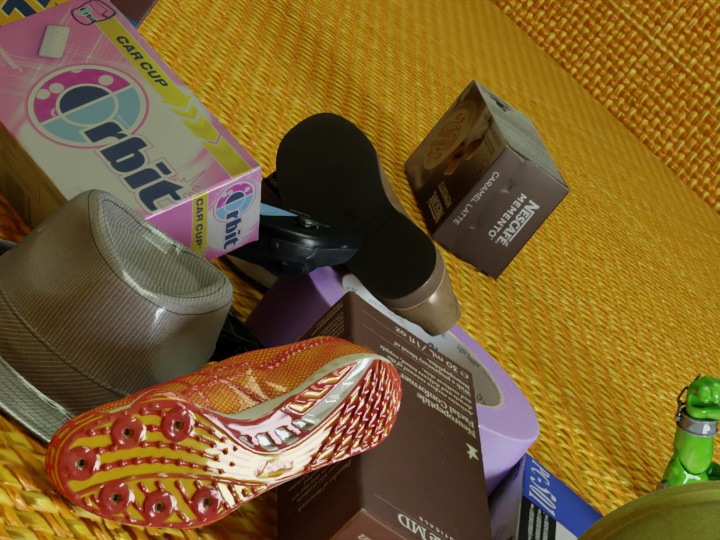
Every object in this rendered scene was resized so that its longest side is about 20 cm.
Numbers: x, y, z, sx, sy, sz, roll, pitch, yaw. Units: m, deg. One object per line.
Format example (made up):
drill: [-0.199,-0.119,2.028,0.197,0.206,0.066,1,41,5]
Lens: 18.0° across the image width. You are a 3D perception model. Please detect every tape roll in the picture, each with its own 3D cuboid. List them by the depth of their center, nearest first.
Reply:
tape roll: [0.022,0.069,1.507,0.200,0.066,0.200,37,13,-10]

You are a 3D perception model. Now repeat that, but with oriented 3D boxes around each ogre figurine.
ogre figurine: [0.310,0.168,1.817,0.200,0.120,0.098,25,15,-50]

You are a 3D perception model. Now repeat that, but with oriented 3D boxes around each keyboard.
keyboard: [-0.085,0.047,1.396,0.200,0.040,0.104,46,-8,31]

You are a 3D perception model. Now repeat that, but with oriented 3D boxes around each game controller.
game controller: [-0.099,-0.043,1.464,0.199,0.042,0.104,20,17,22]

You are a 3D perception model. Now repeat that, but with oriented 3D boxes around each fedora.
fedora: [-0.131,0.021,1.209,0.177,0.090,0.200,38,14,-2]

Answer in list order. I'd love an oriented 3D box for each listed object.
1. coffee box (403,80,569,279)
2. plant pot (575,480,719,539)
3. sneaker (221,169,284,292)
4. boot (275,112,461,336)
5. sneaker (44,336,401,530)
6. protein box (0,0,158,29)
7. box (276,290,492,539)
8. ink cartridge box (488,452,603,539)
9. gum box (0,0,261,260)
coffee box: [0.116,-0.089,2.162,0.080,0.114,0.200,34,15,-18]
plant pot: [0.194,0.243,1.180,0.200,0.200,0.184,34,25,-16]
sneaker: [0.000,0.000,1.622,0.200,0.088,0.076,32,15,-27]
boot: [0.005,-0.028,1.536,0.200,0.074,0.075,56,3,41]
sneaker: [-0.073,0.080,1.144,0.199,0.073,0.077,-10,17,-36]
protein box: [-0.252,-0.240,1.646,0.200,0.135,0.199,34,14,-16]
box: [0.011,0.111,1.246,0.100,0.075,0.200,35,28,-24]
ink cartridge box: [0.123,0.187,1.428,0.094,0.044,0.200,39,13,-4]
gum box: [-0.163,-0.080,1.385,0.113,0.066,0.200,-26,55,-26]
